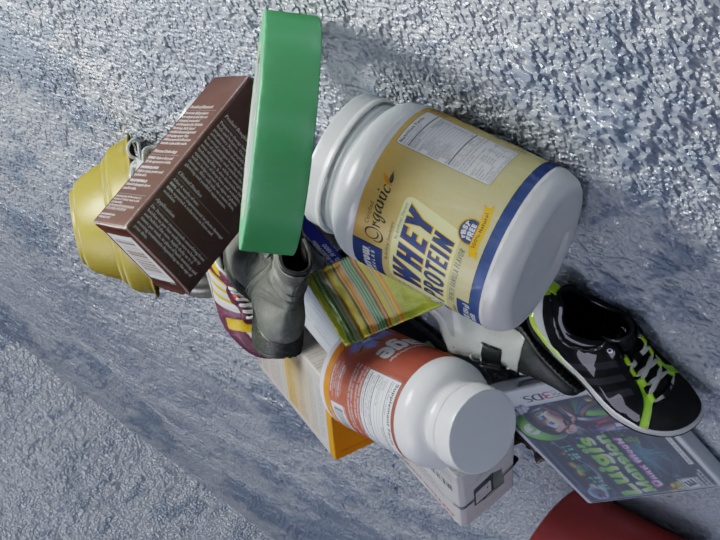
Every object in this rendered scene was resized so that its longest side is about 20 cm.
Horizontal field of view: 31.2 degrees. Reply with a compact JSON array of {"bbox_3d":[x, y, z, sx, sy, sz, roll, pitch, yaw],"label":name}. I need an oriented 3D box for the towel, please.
[{"bbox_3d":[0.047,0.005,1.226,0.200,0.018,0.086,-24,110,27],"label":"towel"}]

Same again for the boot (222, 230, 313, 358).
[{"bbox_3d":[-0.083,-0.020,1.270,0.200,0.068,0.131,-115,30,-48],"label":"boot"}]

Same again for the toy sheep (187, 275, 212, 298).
[{"bbox_3d":[-0.187,-0.031,1.537,0.138,0.138,0.200,29,171,18],"label":"toy sheep"}]

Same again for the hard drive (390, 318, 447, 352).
[{"bbox_3d":[0.026,0.091,1.579,0.135,0.042,0.200,39,159,-8],"label":"hard drive"}]

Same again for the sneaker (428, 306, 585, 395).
[{"bbox_3d":[0.133,0.063,1.273,0.200,0.074,0.089,41,123,6],"label":"sneaker"}]

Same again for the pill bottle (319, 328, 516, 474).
[{"bbox_3d":[0.057,0.130,1.281,0.200,0.112,0.112,20,155,51],"label":"pill bottle"}]

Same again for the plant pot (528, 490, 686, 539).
[{"bbox_3d":[0.304,0.375,1.583,0.177,0.200,0.200,36,162,29],"label":"plant pot"}]

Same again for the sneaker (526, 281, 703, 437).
[{"bbox_3d":[0.238,0.082,1.192,0.200,0.072,0.083,36,158,0],"label":"sneaker"}]

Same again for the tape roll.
[{"bbox_3d":[-0.068,-0.114,1.071,0.048,0.201,0.200,6,160,-6],"label":"tape roll"}]

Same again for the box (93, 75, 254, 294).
[{"bbox_3d":[-0.155,-0.086,1.256,0.075,0.200,0.100,12,148,52],"label":"box"}]

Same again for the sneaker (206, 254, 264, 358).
[{"bbox_3d":[-0.131,0.016,1.429,0.200,0.075,0.090,65,169,-17],"label":"sneaker"}]

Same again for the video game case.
[{"bbox_3d":[0.257,0.174,1.359,0.182,0.023,0.200,-19,125,46],"label":"video game case"}]

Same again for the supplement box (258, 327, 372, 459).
[{"bbox_3d":[-0.053,0.114,1.559,0.200,0.073,0.126,46,150,42],"label":"supplement box"}]

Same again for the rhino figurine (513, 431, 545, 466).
[{"bbox_3d":[0.192,0.172,1.472,0.087,0.060,0.200,48,155,-3],"label":"rhino figurine"}]

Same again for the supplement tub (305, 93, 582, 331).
[{"bbox_3d":[0.066,-0.052,1.067,0.200,0.144,0.144,27,158,20],"label":"supplement tub"}]

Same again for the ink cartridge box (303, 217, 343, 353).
[{"bbox_3d":[-0.063,-0.017,1.379,0.200,0.041,0.200,48,160,35],"label":"ink cartridge box"}]

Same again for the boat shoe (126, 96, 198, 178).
[{"bbox_3d":[-0.215,-0.109,1.387,0.086,0.075,0.202,45,124,7],"label":"boat shoe"}]

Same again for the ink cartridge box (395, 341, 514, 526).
[{"bbox_3d":[0.098,0.191,1.467,0.146,0.084,0.200,47,167,23],"label":"ink cartridge box"}]

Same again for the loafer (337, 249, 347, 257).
[{"bbox_3d":[0.000,0.000,1.385,0.070,0.068,0.201,20,160,12],"label":"loafer"}]

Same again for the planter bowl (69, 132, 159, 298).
[{"bbox_3d":[-0.299,-0.058,1.539,0.200,0.083,0.201,169,90,-85],"label":"planter bowl"}]
